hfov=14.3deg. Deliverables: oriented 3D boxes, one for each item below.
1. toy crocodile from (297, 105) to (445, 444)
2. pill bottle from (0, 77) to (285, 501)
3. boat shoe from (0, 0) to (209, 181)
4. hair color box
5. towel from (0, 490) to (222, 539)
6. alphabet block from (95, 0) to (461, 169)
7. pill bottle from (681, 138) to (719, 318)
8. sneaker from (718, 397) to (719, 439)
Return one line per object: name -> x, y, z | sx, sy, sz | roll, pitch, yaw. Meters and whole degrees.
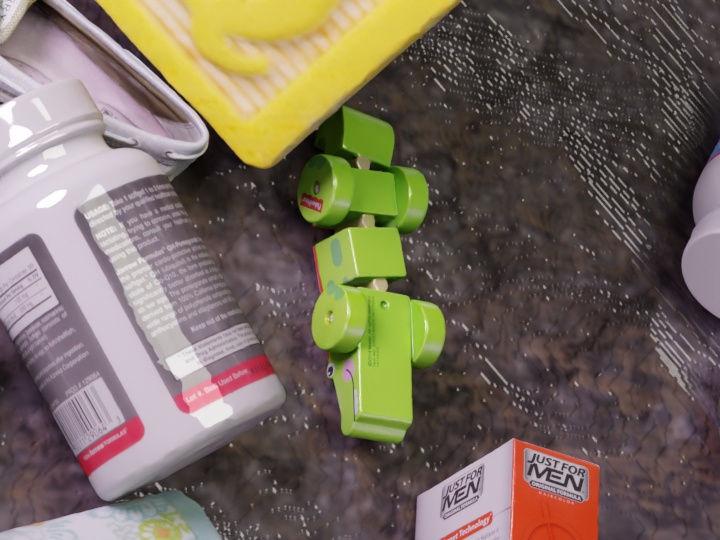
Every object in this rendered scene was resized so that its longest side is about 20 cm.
toy crocodile -> 0.000, 0.000, 1.598 | 0.067, 0.062, 0.200 | 6, 69, -33
pill bottle -> -0.131, 0.007, 1.463 | 0.111, 0.111, 0.200 | -25, 83, -40
boat shoe -> -0.169, -0.118, 1.528 | 0.202, 0.065, 0.074 | 42, 51, -10
hair color box -> 0.075, 0.202, 1.516 | 0.061, 0.101, 0.200 | 18, 59, -26
towel -> -0.114, 0.201, 1.385 | 0.171, 0.048, 0.200 | -9, 53, -39
alphabet block -> -0.025, -0.210, 1.564 | 0.196, 0.195, 0.200 | 46, 32, -5
pill bottle -> 0.272, -0.059, 1.778 | 0.109, 0.109, 0.200 | 42, 51, -11
sneaker -> 0.296, 0.122, 1.738 | 0.200, 0.067, 0.090 | 28, 62, -21
